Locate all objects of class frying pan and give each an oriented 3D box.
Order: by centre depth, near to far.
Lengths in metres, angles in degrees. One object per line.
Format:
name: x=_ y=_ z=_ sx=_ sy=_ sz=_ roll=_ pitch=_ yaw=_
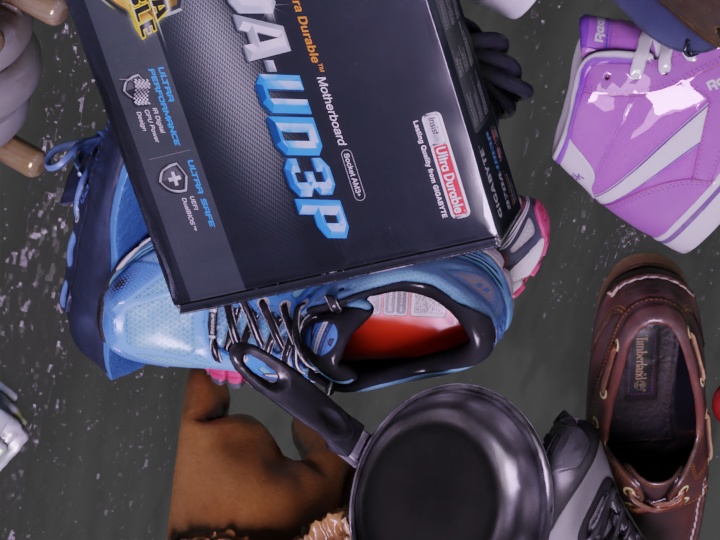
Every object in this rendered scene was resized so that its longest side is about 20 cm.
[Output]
frying pan: x=0.009 y=0.103 z=0.953 sx=0.189 sy=0.031 sz=0.115 roll=12 pitch=84 yaw=-31

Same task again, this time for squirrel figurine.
squirrel figurine: x=-0.008 y=0.150 z=1.083 sx=0.186 sy=0.200 sz=0.142 roll=7 pitch=110 yaw=-3

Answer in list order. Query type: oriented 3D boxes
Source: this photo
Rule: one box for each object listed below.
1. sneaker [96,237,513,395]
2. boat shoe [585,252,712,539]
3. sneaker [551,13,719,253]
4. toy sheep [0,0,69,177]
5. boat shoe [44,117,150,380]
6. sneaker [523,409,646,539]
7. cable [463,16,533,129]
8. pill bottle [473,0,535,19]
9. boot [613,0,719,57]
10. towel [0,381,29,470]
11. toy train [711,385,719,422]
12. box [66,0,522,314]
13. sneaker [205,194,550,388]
sneaker: x=-0.026 y=0.017 z=0.984 sx=0.199 sy=0.090 sz=0.079 roll=-3 pitch=108 yaw=1
boat shoe: x=0.151 y=0.093 z=1.117 sx=0.070 sy=0.070 sz=0.201 roll=-7 pitch=119 yaw=2
sneaker: x=0.169 y=-0.109 z=1.011 sx=0.114 sy=0.073 sz=0.201 roll=33 pitch=113 yaw=-9
toy sheep: x=-0.213 y=-0.100 z=1.002 sx=0.137 sy=0.138 sz=0.201 roll=14 pitch=123 yaw=-4
boat shoe: x=-0.123 y=-0.034 z=1.033 sx=0.069 sy=0.084 sz=0.201 roll=40 pitch=128 yaw=27
sneaker: x=0.122 y=0.143 z=1.089 sx=0.079 sy=0.074 sz=0.200 roll=18 pitch=148 yaw=23
cable: x=-0.021 y=-0.106 z=0.983 sx=0.199 sy=0.163 sz=0.051 roll=26 pitch=74 yaw=-10
pill bottle: x=0.000 y=-0.194 z=0.951 sx=0.199 sy=0.109 sz=0.109 roll=24 pitch=116 yaw=-10
boot: x=0.185 y=-0.130 z=0.946 sx=0.200 sy=0.075 sz=0.097 roll=42 pitch=149 yaw=16
towel: x=-0.304 y=0.088 z=1.149 sx=0.200 sy=0.048 sz=0.171 roll=34 pitch=113 yaw=-14
toy train: x=0.269 y=0.113 z=1.127 sx=0.115 sy=0.085 sz=0.200 roll=-29 pitch=138 yaw=-2
box: x=-0.035 y=-0.093 z=0.901 sx=0.158 sy=0.046 sz=0.201 roll=-11 pitch=107 yaw=21
sneaker: x=0.000 y=0.000 z=1.070 sx=0.199 sy=0.081 sz=0.075 roll=-16 pitch=114 yaw=12
